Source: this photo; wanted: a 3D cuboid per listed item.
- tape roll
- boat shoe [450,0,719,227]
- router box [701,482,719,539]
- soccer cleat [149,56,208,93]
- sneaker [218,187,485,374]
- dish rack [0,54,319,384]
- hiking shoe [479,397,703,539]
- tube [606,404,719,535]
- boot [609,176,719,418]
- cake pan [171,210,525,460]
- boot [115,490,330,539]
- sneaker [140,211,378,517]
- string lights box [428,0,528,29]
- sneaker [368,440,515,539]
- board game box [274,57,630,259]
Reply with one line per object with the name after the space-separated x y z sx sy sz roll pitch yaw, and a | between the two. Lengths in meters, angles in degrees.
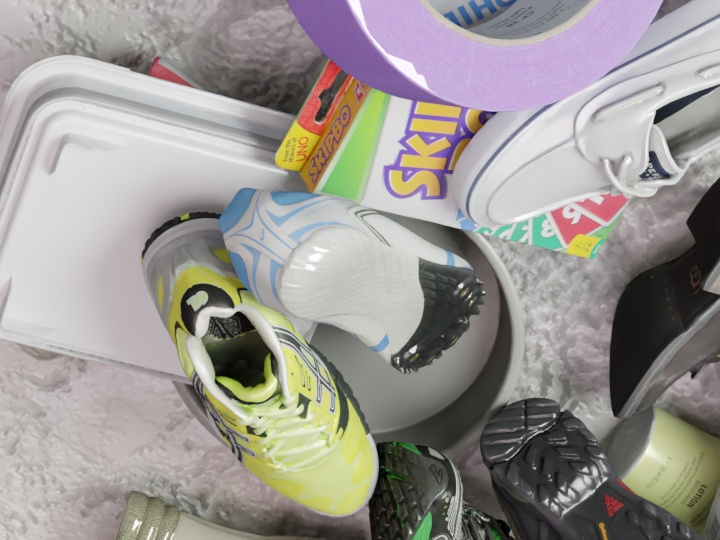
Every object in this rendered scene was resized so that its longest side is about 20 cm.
0.056 -0.177 1.310 0.200 0.066 0.200 -4 98 -28 | tape roll
0.136 -0.072 1.364 0.200 0.065 0.074 -34 142 15 | boat shoe
0.273 0.099 1.459 0.149 0.051 0.200 0 130 -14 | router box
-0.157 -0.038 1.475 0.200 0.068 0.073 -32 108 17 | soccer cleat
0.000 0.000 1.399 0.072 0.072 0.200 -49 149 9 | sneaker
-0.102 -0.013 1.430 0.200 0.044 0.172 14 120 -17 | dish rack
0.140 0.161 1.502 0.076 0.200 0.101 -32 160 -10 | hiking shoe
0.232 0.141 1.547 0.200 0.052 0.058 30 150 -15 | tube
0.239 0.030 1.469 0.174 0.069 0.200 14 140 -18 | boot
-0.009 0.027 1.510 0.200 0.037 0.200 3 119 5 | cake pan
-0.091 0.229 1.614 0.155 0.072 0.200 15 115 -3 | boot
-0.052 0.064 1.417 0.075 0.076 0.200 -29 124 9 | sneaker
-0.006 -0.201 1.370 0.103 0.059 0.200 -26 114 17 | string lights box
0.048 0.147 1.525 0.085 0.078 0.200 -7 155 1 | sneaker
0.060 -0.066 1.409 0.200 0.030 0.096 13 120 -30 | board game box
